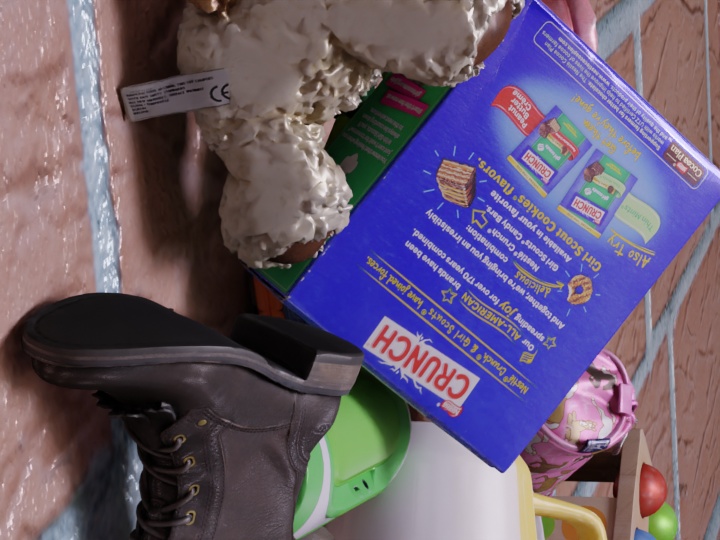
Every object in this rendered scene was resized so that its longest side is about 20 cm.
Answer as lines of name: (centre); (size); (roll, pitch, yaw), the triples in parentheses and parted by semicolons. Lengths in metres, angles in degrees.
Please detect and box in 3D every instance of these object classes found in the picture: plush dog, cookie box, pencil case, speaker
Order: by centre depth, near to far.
plush dog: (-0.031, -0.123, 1.184); (0.200, 0.160, 0.172); (-50, -172, 15)
speaker: (-0.033, 0.092, 1.242); (0.200, 0.088, 0.089); (-11, 101, -74)
cookie box: (0.066, -0.025, 1.250); (0.171, 0.075, 0.200); (40, 88, -27)
pencil case: (0.116, 0.118, 1.622); (0.083, 0.087, 0.200); (-32, 170, -29)

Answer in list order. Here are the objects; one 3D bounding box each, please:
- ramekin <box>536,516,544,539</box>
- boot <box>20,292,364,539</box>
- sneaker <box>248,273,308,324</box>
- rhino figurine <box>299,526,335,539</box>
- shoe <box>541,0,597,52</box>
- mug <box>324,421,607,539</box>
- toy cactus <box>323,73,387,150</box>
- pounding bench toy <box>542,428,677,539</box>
ramekin: (0.059, 0.234, 1.552); (0.202, 0.094, 0.203); (0, 90, -74)
boot: (-0.084, 0.106, 1.063); (0.200, 0.069, 0.174); (9, 103, -44)
sneaker: (0.000, 0.000, 1.368); (0.200, 0.078, 0.075); (-54, 142, -64)
rhino figurine: (-0.050, 0.201, 1.223); (0.200, 0.060, 0.088); (-59, 132, -59)
shoe: (0.069, -0.152, 1.363); (0.200, 0.091, 0.072); (-122, -146, -66)
mug: (0.047, 0.172, 1.393); (0.187, 0.149, 0.153); (23, 67, -62)
toy cactus: (-0.013, -0.145, 1.346); (0.165, 0.102, 0.200); (-105, -171, -77)
pounding bench toy: (0.161, 0.219, 1.798); (0.200, 0.156, 0.124); (68, 27, -54)
